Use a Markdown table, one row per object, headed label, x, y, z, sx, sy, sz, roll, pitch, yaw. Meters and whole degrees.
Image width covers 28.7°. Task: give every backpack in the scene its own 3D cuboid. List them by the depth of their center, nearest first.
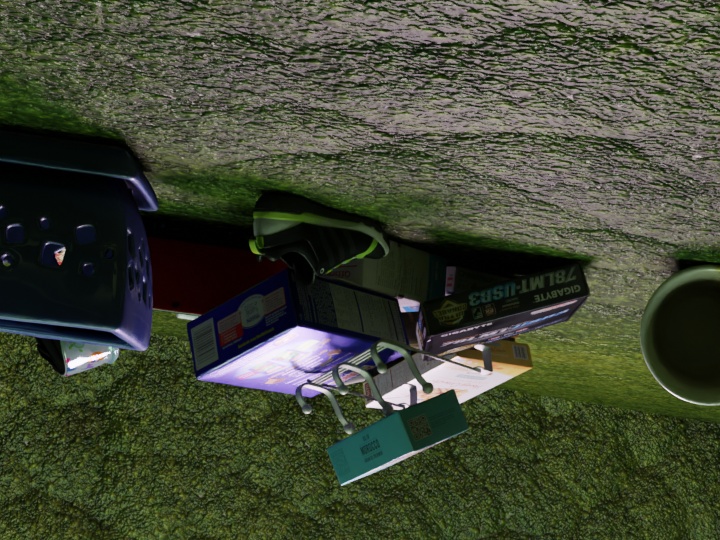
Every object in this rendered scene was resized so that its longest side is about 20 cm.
| label | x | y | z | sx | sy | sz | roll | pitch | yaw |
| --- | --- | --- | --- | --- | --- | --- | --- | --- | --- |
| backpack | -0.362 | 0.029 | 1.799 | 0.148 | 0.203 | 0.177 | -11 | 178 | -20 |

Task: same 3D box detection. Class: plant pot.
| label | x | y | z | sx | sy | sz | roll | pitch | yaw |
| --- | --- | --- | --- | --- | --- | --- | --- | --- | --- |
| plant pot | -0.301 | -0.029 | 1.383 | 0.197 | 0.183 | 0.200 | 8 | 173 | 1 |

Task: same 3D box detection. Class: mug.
| label | x | y | z | sx | sy | sz | roll | pitch | yaw |
| --- | --- | --- | --- | --- | --- | --- | --- | --- | --- |
| mug | 0.406 | 0.075 | 1.588 | 0.184 | 0.152 | 0.153 | 13 | -179 | 10 |

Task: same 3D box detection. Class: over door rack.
| label | x | y | z | sx | sy | sz | roll | pitch | yaw |
| --- | --- | --- | --- | --- | --- | --- | --- | --- | --- |
| over door rack | 0.045 | 0.135 | 1.628 | 0.198 | 0.068 | 0.147 | 6 | 152 | -44 |

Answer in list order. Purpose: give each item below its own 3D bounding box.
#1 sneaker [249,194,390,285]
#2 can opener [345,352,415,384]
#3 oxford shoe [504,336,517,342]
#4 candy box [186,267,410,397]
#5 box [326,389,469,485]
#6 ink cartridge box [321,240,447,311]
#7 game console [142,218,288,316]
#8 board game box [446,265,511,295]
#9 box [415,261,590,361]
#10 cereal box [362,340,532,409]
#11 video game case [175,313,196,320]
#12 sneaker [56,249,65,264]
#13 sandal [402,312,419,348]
| label | x | y | z | sx | sy | sz | roll | pitch | yaw |
| --- | --- | --- | --- | --- | --- | --- | --- | --- | --- |
| sneaker | -0.050 | -0.023 | 1.527 | 0.071 | 0.084 | 0.198 | 0 | 169 | 45 |
| can opener | 0.031 | 0.127 | 1.948 | 0.198 | 0.054 | 0.067 | -9 | -162 | -34 |
| oxford shoe | 0.123 | 0.092 | 1.957 | 0.197 | 0.074 | 0.071 | 11 | 174 | -7 |
| candy box | -0.069 | 0.077 | 1.617 | 0.168 | 0.078 | 0.199 | -27 | 152 | 33 |
| box | 0.041 | 0.196 | 1.638 | 0.081 | 0.050 | 0.200 | -18 | 170 | -30 |
| ink cartridge box | 0.000 | 0.000 | 1.691 | 0.115 | 0.069 | 0.199 | -4 | 167 | 40 |
| game console | -0.187 | 0.009 | 1.761 | 0.197 | 0.121 | 0.172 | 8 | 171 | 1 |
| board game box | 0.111 | 0.023 | 1.872 | 0.125 | 0.035 | 0.199 | 12 | 171 | -34 |
| box | 0.167 | 0.052 | 1.707 | 0.197 | 0.050 | 0.199 | -15 | 170 | -3 |
| cereal box | 0.117 | 0.143 | 1.916 | 0.142 | 0.040 | 0.199 | 9 | 151 | -37 |
| video game case | -0.138 | 0.024 | 1.839 | 0.197 | 0.024 | 0.182 | 10 | -153 | -9 |
| sneaker | -0.340 | -0.029 | 1.648 | 0.201 | 0.068 | 0.107 | 41 | 154 | -26 |
| sandal | 0.017 | 0.035 | 1.829 | 0.199 | 0.081 | 0.054 | 33 | 129 | 1 |
